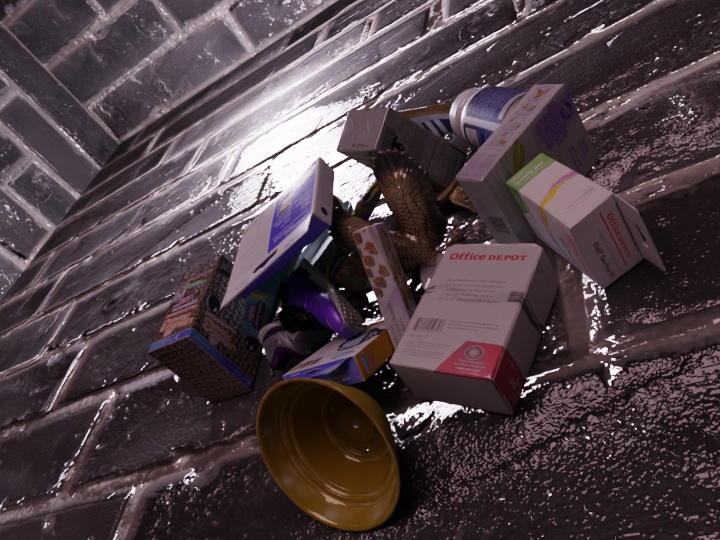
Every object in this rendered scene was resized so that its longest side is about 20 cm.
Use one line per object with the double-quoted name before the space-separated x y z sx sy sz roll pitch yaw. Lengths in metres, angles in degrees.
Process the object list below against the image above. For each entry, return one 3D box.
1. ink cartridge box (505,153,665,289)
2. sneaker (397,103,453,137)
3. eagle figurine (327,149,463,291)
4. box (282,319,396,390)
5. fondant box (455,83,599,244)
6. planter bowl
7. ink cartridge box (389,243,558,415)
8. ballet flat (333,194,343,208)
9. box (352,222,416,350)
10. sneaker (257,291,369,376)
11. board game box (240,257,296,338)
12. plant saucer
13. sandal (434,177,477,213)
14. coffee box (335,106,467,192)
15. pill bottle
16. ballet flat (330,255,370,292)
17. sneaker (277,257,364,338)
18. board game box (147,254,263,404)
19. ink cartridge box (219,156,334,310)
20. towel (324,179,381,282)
"ink cartridge box" 0.277 -0.058 0.771 0.067 0.117 0.200 -38 31 4
"sneaker" 0.139 -0.273 1.244 0.199 0.109 0.070 -11 28 -10
"eagle figurine" 0.059 -0.055 0.916 0.151 0.200 0.152 -18 40 32
"box" -0.017 0.120 0.844 0.119 0.042 0.200 -20 6 29
"fondant box" 0.247 -0.150 0.891 0.200 0.144 0.058 -49 32 -14
"planter bowl" -0.024 0.204 0.743 0.200 0.201 0.083 -15 9 34
"ink cartridge box" 0.149 0.067 0.776 0.146 0.083 0.200 2 50 41
"ballet flat" -0.075 -0.108 1.132 0.068 0.068 0.200 -52 11 -27
"box" 0.045 0.033 0.840 0.039 0.201 0.041 -20 0 28
"sneaker" -0.068 0.106 1.004 0.200 0.074 0.088 -24 67 14
"board game box" -0.145 -0.001 1.069 0.151 0.047 0.200 113 177 -53
"plant saucer" -0.070 -0.044 1.151 0.200 0.027 0.200 -51 14 18
"sandal" 0.179 -0.124 1.020 0.078 0.070 0.212 -19 -8 -43
"coffee box" 0.074 -0.208 1.081 0.114 0.200 0.080 15 86 52
"pill bottle" 0.244 -0.254 1.050 0.116 0.116 0.200 -42 32 -4
"ballet flat" 0.000 0.000 1.028 0.071 0.065 0.200 -57 -3 18
"sneaker" -0.070 0.064 0.925 0.100 0.070 0.200 -44 35 -1
"board game box" -0.257 0.103 1.093 0.097 0.160 0.200 -22 37 26
"ink cartridge box" -0.119 -0.048 0.903 0.198 0.043 0.200 -38 28 28
"towel" -0.005 -0.073 1.055 0.200 0.023 0.144 -63 -4 38
